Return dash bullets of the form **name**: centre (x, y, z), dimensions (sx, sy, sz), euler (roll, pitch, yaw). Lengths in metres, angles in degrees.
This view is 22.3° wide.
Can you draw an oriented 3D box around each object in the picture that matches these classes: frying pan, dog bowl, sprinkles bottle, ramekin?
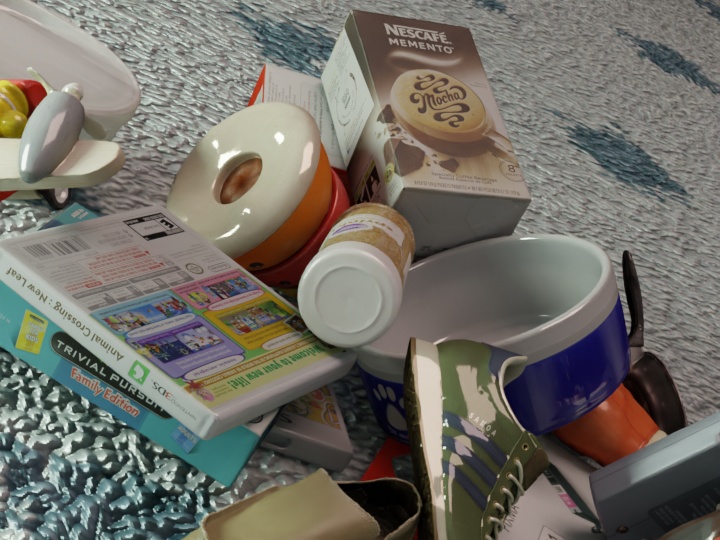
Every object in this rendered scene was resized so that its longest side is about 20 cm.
- **frying pan**: centre (0.234, 0.088, 1.486), dimensions (0.031, 0.190, 0.115), euler (-11, 15, -13)
- **dog bowl**: centre (0.095, 0.050, 1.346), dimensions (0.200, 0.079, 0.200), euler (-14, 21, 6)
- **sprinkles bottle**: centre (0.000, 0.000, 1.286), dimensions (0.068, 0.068, 0.200), euler (30, 12, -1)
- **ramekin**: centre (-0.278, -0.137, 1.408), dimensions (0.202, 0.094, 0.202), euler (25, 22, -11)

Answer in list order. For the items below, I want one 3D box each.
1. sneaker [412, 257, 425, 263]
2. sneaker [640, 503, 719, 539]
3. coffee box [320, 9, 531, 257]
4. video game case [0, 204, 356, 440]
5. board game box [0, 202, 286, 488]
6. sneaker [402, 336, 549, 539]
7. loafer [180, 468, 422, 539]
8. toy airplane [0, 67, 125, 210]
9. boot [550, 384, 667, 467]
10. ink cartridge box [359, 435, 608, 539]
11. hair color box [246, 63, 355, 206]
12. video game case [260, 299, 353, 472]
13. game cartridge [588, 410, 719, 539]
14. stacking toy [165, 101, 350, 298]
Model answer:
- **sneaker**: centre (0.102, 0.042, 1.533), dimensions (0.200, 0.082, 0.078), euler (41, 22, -21)
- **sneaker**: centre (0.216, 0.190, 1.206), dimensions (0.082, 0.200, 0.077), euler (35, -10, 43)
- **coffee box**: centre (0.049, -0.109, 1.468), dimensions (0.113, 0.080, 0.200), euler (4, 47, -23)
- **video game case**: centre (-0.116, 0.027, 1.166), dimensions (0.182, 0.022, 0.200), euler (36, 21, 15)
- **board game box**: centre (-0.138, 0.043, 1.194), dimensions (0.200, 0.047, 0.151), euler (32, 22, 2)
- **sneaker**: centre (0.081, 0.132, 1.184), dimensions (0.090, 0.067, 0.200), euler (0, 60, -7)
- **loafer**: centre (-0.034, 0.157, 1.106), dimensions (0.076, 0.067, 0.200), euler (41, 24, 26)
- **toy airplane**: centre (-0.272, -0.079, 1.193), dimensions (0.200, 0.141, 0.199), euler (-14, 23, -20)
- **boot**: centre (0.193, 0.122, 1.446), dimensions (0.107, 0.075, 0.200), euler (38, 7, 7)
- **ink cartridge box**: centre (0.095, 0.161, 1.302), dimensions (0.174, 0.044, 0.200), euler (33, 21, 3)
- **hair color box**: centre (0.003, -0.092, 1.534), dimensions (0.200, 0.064, 0.111), euler (14, 42, -13)
- **video game case**: centre (-0.103, 0.054, 1.307), dimensions (0.182, 0.023, 0.200), euler (21, 23, -22)
- **game cartridge**: centre (0.248, 0.178, 1.285), dimensions (0.200, 0.133, 0.040), euler (46, 20, -39)
- **stacking toy**: centre (-0.042, -0.024, 1.439), dimensions (0.200, 0.146, 0.146), euler (42, 11, -38)
